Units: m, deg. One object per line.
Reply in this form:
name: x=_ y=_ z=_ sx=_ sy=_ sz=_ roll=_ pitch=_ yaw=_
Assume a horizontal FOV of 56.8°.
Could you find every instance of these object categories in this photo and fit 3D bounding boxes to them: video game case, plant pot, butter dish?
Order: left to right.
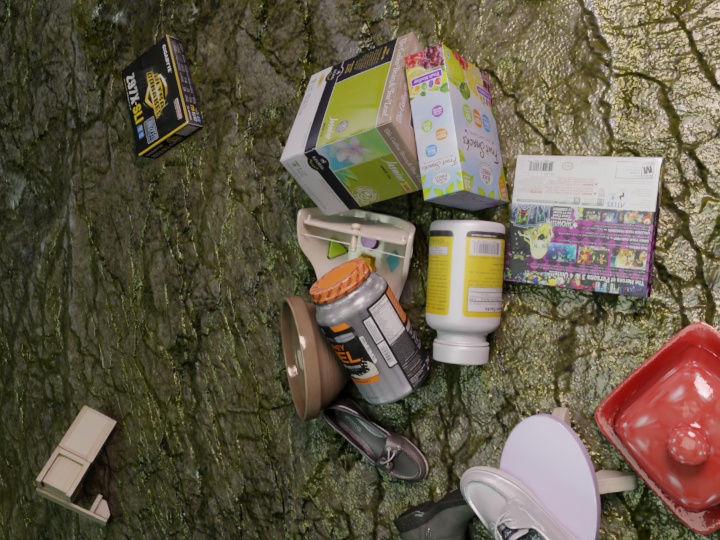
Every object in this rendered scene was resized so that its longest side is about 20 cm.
plant pot: x=-0.069 y=0.139 z=1.099 sx=0.201 sy=0.091 sz=0.204 roll=172 pitch=90 yaw=-74
video game case: x=0.303 y=-0.065 z=0.916 sx=0.198 sy=0.036 sz=0.184 roll=7 pitch=92 yaw=33
butter dish: x=0.394 y=0.194 z=0.785 sx=0.200 sy=0.147 sz=0.200 roll=-50 pitch=64 yaw=22

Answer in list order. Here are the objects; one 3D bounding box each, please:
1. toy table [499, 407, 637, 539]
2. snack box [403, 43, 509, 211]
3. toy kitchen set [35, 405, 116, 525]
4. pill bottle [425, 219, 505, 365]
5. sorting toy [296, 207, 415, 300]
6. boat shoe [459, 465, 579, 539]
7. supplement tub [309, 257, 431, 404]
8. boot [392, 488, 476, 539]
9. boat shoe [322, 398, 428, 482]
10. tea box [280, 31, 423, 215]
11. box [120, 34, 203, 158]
toy table: x=0.262 y=0.288 z=0.887 sx=0.182 sy=0.117 sz=0.203 roll=6 pitch=91 yaw=34
snack box: x=0.140 y=-0.195 z=0.948 sx=0.067 sy=0.168 sz=0.203 roll=-10 pitch=85 yaw=33
toy kitchen set: x=-0.591 y=0.441 z=1.481 sx=0.162 sy=0.182 sz=0.200 roll=29 pitch=147 yaw=-7
pill bottle: x=0.151 y=0.031 z=0.969 sx=0.110 sy=0.111 sz=0.203 roll=4 pitch=90 yaw=33
sorting toy: x=0.000 y=0.000 z=1.083 sx=0.198 sy=0.107 sz=0.183 roll=14 pitch=108 yaw=23
boat shoe: x=0.196 y=0.322 z=0.819 sx=0.200 sy=0.068 sz=0.072 roll=43 pitch=110 yaw=28
supplement tub: x=0.013 y=0.090 z=1.008 sx=0.122 sy=0.123 sz=0.201 roll=-22 pitch=107 yaw=30
boot: x=0.148 y=0.404 z=0.998 sx=0.199 sy=0.067 sz=0.132 roll=-35 pitch=75 yaw=35
boat shoe: x=0.018 y=0.279 z=1.082 sx=0.199 sy=0.057 sz=0.067 roll=33 pitch=106 yaw=29
tea box: x=0.013 y=-0.216 z=1.003 sx=0.195 sy=0.134 sz=0.202 roll=-13 pitch=47 yaw=33
box: x=-0.417 y=-0.358 z=1.389 sx=0.158 sy=0.049 sz=0.203 roll=-22 pitch=77 yaw=33
